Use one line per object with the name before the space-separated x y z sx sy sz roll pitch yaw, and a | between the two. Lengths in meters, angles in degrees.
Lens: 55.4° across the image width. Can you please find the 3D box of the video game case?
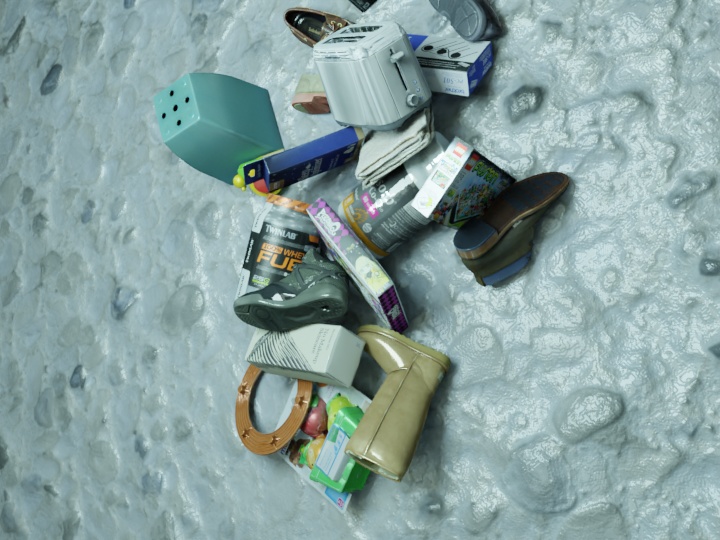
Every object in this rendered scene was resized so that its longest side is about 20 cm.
video game case | 0.000 0.000 1.066 0.036 0.200 0.182 -37 67 -5

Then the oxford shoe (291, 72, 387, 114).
oxford shoe | -0.032 -0.320 1.184 0.197 0.071 0.075 3 80 27

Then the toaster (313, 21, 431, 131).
toaster | 0.010 -0.294 1.033 0.113 0.130 0.199 -35 31 -21

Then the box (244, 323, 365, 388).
box | -0.093 0.131 1.111 0.198 0.068 0.083 -1 62 43

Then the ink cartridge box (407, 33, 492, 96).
ink cartridge box | 0.101 -0.333 1.096 0.198 0.045 0.094 17 52 30

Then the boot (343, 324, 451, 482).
boot | 0.029 0.194 1.051 0.173 0.066 0.201 17 62 28

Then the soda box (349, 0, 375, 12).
soda box | -0.034 -0.506 1.124 0.063 0.199 0.071 -36 70 22

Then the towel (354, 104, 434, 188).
towel | 0.054 -0.210 1.071 0.132 0.201 0.035 -32 113 21

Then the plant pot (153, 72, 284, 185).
plant pot | -0.262 -0.264 1.232 0.140 0.199 0.143 -24 75 24

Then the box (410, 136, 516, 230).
box | 0.152 -0.114 0.985 0.035 0.199 0.111 40 105 26

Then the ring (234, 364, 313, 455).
ring | -0.157 0.217 1.192 0.199 0.019 0.203 -23 53 35

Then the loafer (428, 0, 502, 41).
loafer | 0.160 -0.438 1.099 0.072 0.062 0.202 -56 49 45

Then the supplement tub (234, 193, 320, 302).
supplement tub | -0.138 -0.023 1.186 0.121 0.122 0.203 15 93 29

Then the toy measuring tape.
toy measuring tape | -0.136 -0.181 1.242 0.197 0.074 0.075 -17 77 9

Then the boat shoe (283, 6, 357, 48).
boat shoe | -0.051 -0.411 1.202 0.198 0.070 0.071 26 97 27

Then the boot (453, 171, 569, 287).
boot | 0.231 -0.062 1.021 0.199 0.097 0.075 -34 40 -5

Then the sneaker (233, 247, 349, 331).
sneaker | -0.106 0.031 1.100 0.197 0.077 0.115 -13 40 22

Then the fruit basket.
fruit basket | -0.062 0.266 1.136 0.199 0.093 0.187 30 101 31

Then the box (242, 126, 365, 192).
box | -0.094 -0.177 1.123 0.198 0.121 0.033 -21 86 -10

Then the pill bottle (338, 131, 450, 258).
pill bottle | 0.070 -0.118 1.080 0.199 0.116 0.117 -38 69 21
